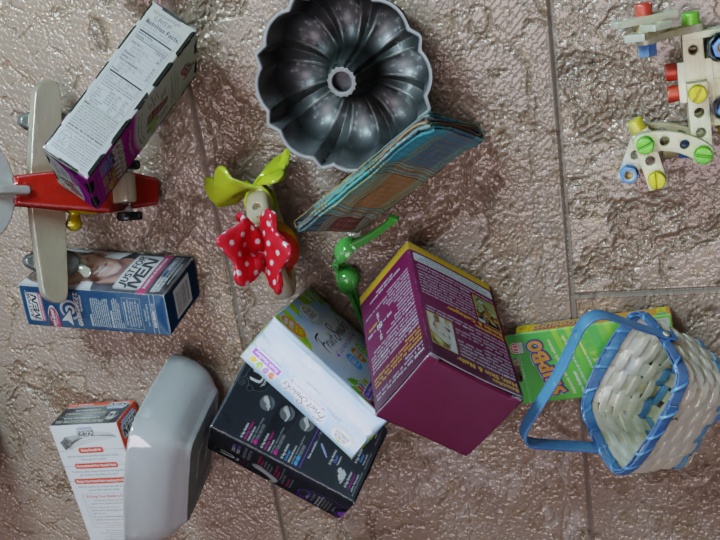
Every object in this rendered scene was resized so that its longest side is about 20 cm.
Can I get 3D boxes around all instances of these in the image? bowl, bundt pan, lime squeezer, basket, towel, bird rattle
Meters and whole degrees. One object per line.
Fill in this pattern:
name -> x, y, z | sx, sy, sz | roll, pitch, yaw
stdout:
bowl -> -0.236, 0.229, 1.277 | 0.074, 0.200, 0.202 | 10, 118, 4
bundt pan -> -0.013, -0.215, 1.089 | 0.199, 0.076, 0.204 | 5, 115, 12
lime squeezer -> 0.000, 0.000, 1.198 | 0.070, 0.038, 0.201 | 12, 131, 3
basket -> 0.289, 0.136, 1.089 | 0.198, 0.140, 0.177 | 12, 120, -26
towel -> 0.034, -0.100, 1.095 | 0.199, 0.146, 0.022 | -37, 74, 25
bird rattle -> -0.100, -0.039, 1.137 | 0.112, 0.201, 0.164 | -22, 137, -1

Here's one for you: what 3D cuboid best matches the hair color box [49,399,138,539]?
hair color box -> -0.350, 0.288, 1.407 | 0.110, 0.064, 0.202 | -5, 113, 18

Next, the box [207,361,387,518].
box -> -0.082, 0.212, 1.253 | 0.199, 0.107, 0.122 | 27, 155, 1

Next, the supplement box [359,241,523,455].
supplement box -> 0.085, 0.084, 1.109 | 0.130, 0.201, 0.103 | 28, 119, -23

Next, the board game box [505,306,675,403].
board game box -> 0.273, 0.103, 1.182 | 0.198, 0.030, 0.096 | -10, 110, 15

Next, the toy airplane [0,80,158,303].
toy airplane -> -0.368, -0.092, 1.191 | 0.199, 0.141, 0.200 | 45, 73, -20

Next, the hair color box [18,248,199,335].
hair color box -> -0.317, 0.025, 1.260 | 0.198, 0.100, 0.061 | 3, 120, 13

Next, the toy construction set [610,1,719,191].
toy construction set -> 0.318, -0.184, 1.015 | 0.130, 0.092, 0.202 | -6, 122, 17

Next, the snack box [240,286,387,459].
snack box -> -0.037, 0.112, 1.158 | 0.168, 0.200, 0.068 | 43, 101, 1

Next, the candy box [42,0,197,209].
candy box -> -0.257, -0.177, 1.085 | 0.061, 0.136, 0.201 | 34, 76, -3
